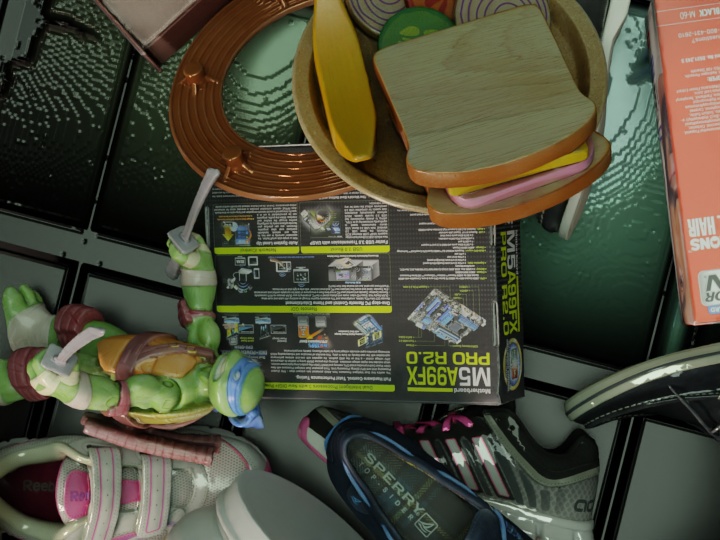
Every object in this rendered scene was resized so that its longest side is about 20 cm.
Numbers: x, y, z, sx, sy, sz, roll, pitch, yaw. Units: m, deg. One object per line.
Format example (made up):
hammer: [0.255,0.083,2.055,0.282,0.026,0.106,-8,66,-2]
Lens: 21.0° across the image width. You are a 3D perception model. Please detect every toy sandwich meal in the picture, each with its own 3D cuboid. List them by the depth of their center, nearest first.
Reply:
toy sandwich meal: [0.053,-0.116,1.115,0.204,0.070,0.206,-1,62,2]

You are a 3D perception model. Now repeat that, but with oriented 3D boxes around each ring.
ring: [-0.026,-0.125,1.197,0.200,0.019,0.201,-9,51,11]

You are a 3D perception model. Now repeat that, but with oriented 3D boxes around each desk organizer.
desk organizer: [-0.171,-0.231,1.245,0.077,0.072,0.200,-42,86,0]

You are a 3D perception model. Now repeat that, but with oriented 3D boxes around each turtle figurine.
turtle figurine: [-0.157,0.024,1.174,0.193,0.200,0.144,-1,60,29]

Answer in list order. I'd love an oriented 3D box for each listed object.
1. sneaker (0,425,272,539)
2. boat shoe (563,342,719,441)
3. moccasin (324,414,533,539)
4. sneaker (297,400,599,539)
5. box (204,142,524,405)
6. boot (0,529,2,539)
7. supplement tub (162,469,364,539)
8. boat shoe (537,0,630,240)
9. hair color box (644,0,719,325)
sneaker: [-0.156,0.142,1.223,0.199,0.088,0.082,-5,88,4]
boat shoe: [0.226,0.077,1.202,0.199,0.075,0.063,-10,81,-1]
moccasin: [0.053,0.167,1.141,0.200,0.068,0.081,37,86,2]
sneaker: [0.062,0.110,1.215,0.199,0.074,0.088,18,90,0]
box: [0.000,0.000,1.198,0.199,0.044,0.161,-1,94,25]
boot: [-0.283,0.166,1.193,0.181,0.073,0.201,-14,114,24]
supplement tub: [-0.086,0.235,1.173,0.145,0.145,0.200,40,101,5]
boat shoe: [0.129,-0.121,1.215,0.060,0.074,0.201,11,86,5]
hair color box: [0.216,-0.069,1.187,0.064,0.111,0.201,-8,87,5]
